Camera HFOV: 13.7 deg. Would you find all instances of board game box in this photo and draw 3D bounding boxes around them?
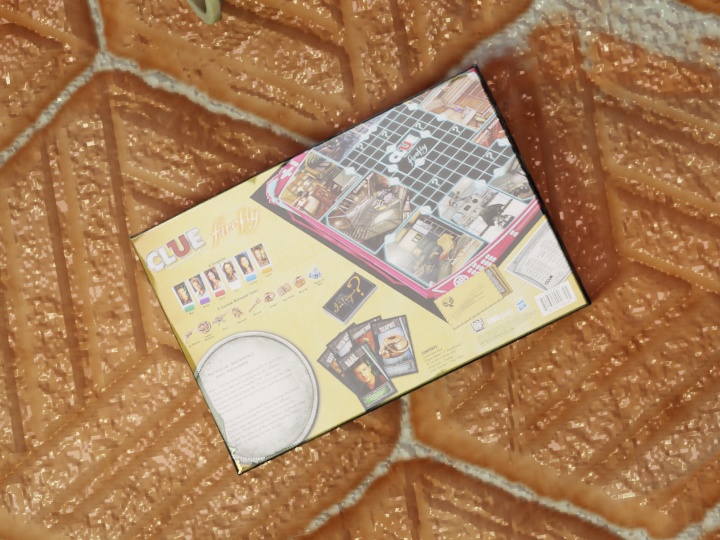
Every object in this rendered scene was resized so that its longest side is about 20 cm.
[{"bbox_3d":[0.000,0.000,1.526,0.199,0.035,0.136,-25,87,6],"label":"board game box"}]

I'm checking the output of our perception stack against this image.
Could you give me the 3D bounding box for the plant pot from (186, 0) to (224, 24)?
[{"bbox_3d":[-0.043,-0.252,1.467,0.183,0.200,0.201,-29,87,-5],"label":"plant pot"}]
